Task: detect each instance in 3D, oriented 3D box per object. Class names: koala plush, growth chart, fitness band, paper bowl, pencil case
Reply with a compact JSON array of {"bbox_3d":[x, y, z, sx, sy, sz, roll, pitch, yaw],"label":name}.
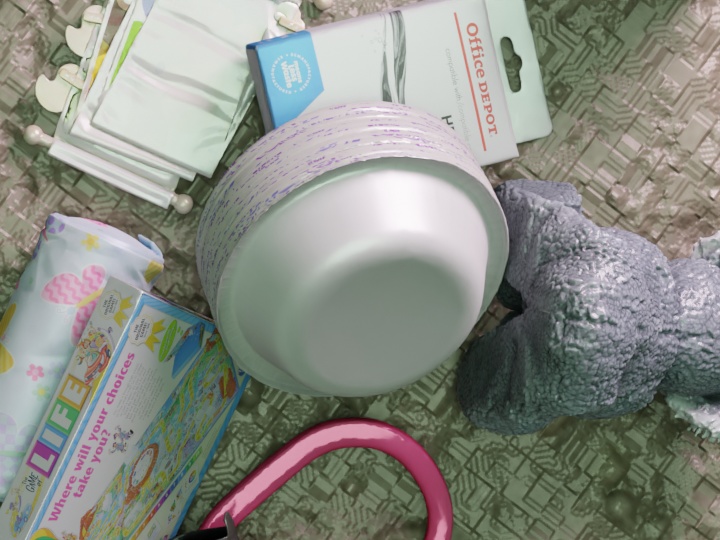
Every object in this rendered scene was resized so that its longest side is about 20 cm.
[{"bbox_3d":[0.189,0.037,1.267,0.198,0.184,0.179,8,91,-17],"label":"koala plush"},{"bbox_3d":[-0.130,-0.143,1.301,0.144,0.018,0.201,33,88,-4],"label":"growth chart"},{"bbox_3d":[-0.028,0.193,1.307,0.200,0.037,0.144,-40,94,-4],"label":"fitness band"},{"bbox_3d":[0.000,0.000,1.219,0.199,0.105,0.202,-11,133,-12],"label":"paper bowl"},{"bbox_3d":[-0.202,0.063,1.267,0.090,0.083,0.201,22,90,-23],"label":"pencil case"}]

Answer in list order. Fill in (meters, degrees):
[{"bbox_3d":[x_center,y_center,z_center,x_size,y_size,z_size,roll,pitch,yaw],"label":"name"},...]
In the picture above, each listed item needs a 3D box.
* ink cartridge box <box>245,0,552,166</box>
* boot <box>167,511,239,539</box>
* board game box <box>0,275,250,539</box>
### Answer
[{"bbox_3d":[0.033,-0.120,1.282,0.198,0.068,0.117,-15,99,-7],"label":"ink cartridge box"},{"bbox_3d":[-0.144,0.251,1.266,0.199,0.077,0.139,-20,96,9],"label":"boot"},{"bbox_3d":[-0.155,0.117,1.253,0.034,0.134,0.201,24,88,38],"label":"board game box"}]
